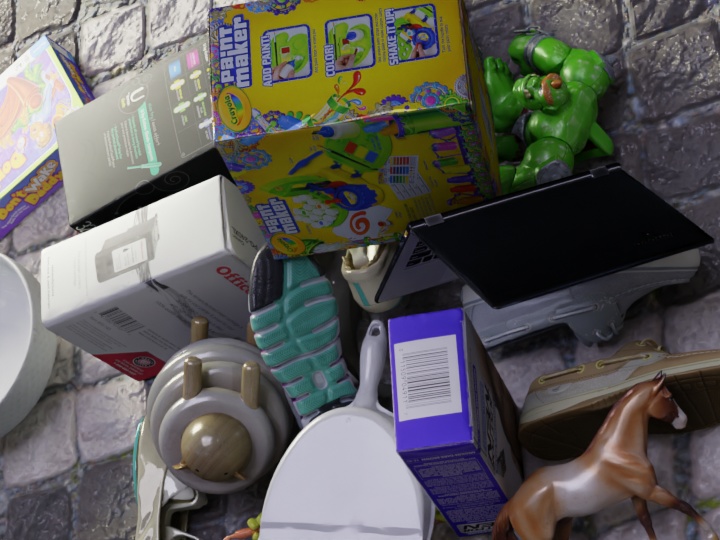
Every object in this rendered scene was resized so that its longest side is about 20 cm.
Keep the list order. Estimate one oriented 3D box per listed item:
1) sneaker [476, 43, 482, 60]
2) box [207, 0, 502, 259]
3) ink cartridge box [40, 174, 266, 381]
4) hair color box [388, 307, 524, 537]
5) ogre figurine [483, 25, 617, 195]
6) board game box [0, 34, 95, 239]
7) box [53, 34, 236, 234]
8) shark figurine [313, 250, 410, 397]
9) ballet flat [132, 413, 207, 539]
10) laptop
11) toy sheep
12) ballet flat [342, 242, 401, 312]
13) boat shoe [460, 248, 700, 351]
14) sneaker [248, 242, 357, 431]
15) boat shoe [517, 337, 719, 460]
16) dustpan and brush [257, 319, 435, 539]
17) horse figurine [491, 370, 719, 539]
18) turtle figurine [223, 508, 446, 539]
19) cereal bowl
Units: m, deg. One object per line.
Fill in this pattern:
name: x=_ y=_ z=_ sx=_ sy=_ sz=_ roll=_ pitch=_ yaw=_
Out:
sneaker: x=0.066 y=-0.193 z=1.751 sx=0.091 sy=0.078 sz=0.200 roll=3 pitch=39 yaw=17
box: x=0.000 y=-0.115 z=1.548 sx=0.192 sy=0.200 sz=0.122 roll=-8 pitch=64 yaw=7
ink cartridge box: x=-0.160 y=0.010 z=1.778 sx=0.200 sy=0.145 sz=0.084 roll=-21 pitch=56 yaw=23
hair color box: x=0.077 y=0.120 z=1.539 sx=0.065 sy=0.200 sz=0.109 roll=-9 pitch=63 yaw=11
ogre figurine: x=0.145 y=-0.125 z=1.683 sx=0.120 sy=0.098 sz=0.200 roll=-2 pitch=32 yaw=40
board game box: x=-0.354 y=-0.122 z=2.026 sx=0.200 sy=0.045 sz=0.135 roll=-40 pitch=53 yaw=10
box: x=-0.151 y=-0.101 z=1.821 sx=0.200 sy=0.149 sz=0.124 roll=-27 pitch=56 yaw=19
shark figurine: x=-0.013 y=0.019 z=1.720 sx=0.128 sy=0.089 sz=0.215 roll=-11 pitch=61 yaw=30
ballet flat: x=-0.163 y=0.219 z=1.738 sx=0.069 sy=0.069 sz=0.200 roll=-6 pitch=72 yaw=30
laptop: x=0.134 y=0.000 z=1.536 sx=0.187 sy=0.200 sz=0.116 roll=-16 pitch=68 yaw=-21
toy sheep: x=-0.118 y=0.116 z=1.708 sx=0.138 sy=0.138 sz=0.200 roll=-34 pitch=15 yaw=15
ballet flat: x=0.019 y=-0.061 z=1.679 sx=0.069 sy=0.069 sz=0.200 roll=-12 pitch=52 yaw=28
boat shoe: x=0.180 y=0.026 z=1.614 sx=0.200 sy=0.070 sz=0.072 roll=-12 pitch=86 yaw=23
sneaker: x=-0.051 y=0.072 z=1.667 sx=0.074 sy=0.088 sz=0.200 roll=-18 pitch=92 yaw=-15
boat shoe: x=0.215 y=0.087 z=1.551 sx=0.200 sy=0.074 sz=0.066 roll=-14 pitch=44 yaw=20
dustpan and brush: x=-0.001 y=0.130 z=1.591 sx=0.139 sy=0.057 sz=0.200 roll=1 pitch=74 yaw=17
horse figurine: x=0.174 y=0.179 z=1.512 sx=0.200 sy=0.050 sz=0.133 roll=-29 pitch=99 yaw=19
turtle figurine: x=0.000 y=0.242 z=1.618 sx=0.200 sy=0.064 sz=0.161 roll=39 pitch=88 yaw=14
cereal bowl: x=-0.366 y=0.083 z=1.914 sx=0.200 sy=0.083 sz=0.200 roll=-14 pitch=61 yaw=27
